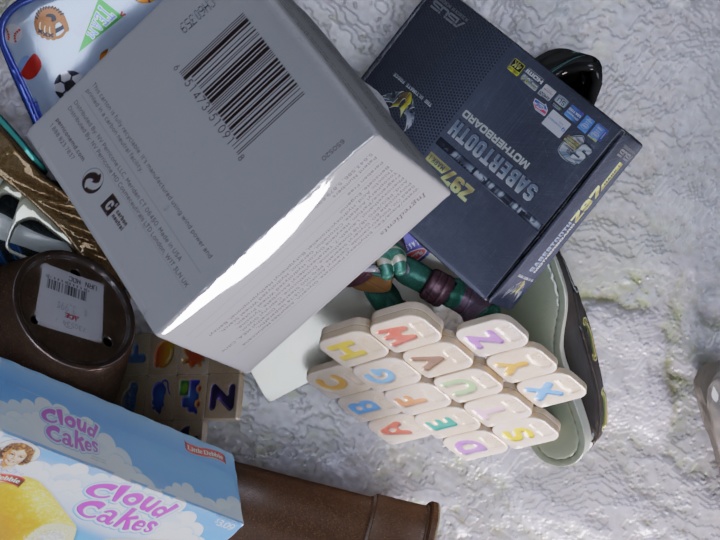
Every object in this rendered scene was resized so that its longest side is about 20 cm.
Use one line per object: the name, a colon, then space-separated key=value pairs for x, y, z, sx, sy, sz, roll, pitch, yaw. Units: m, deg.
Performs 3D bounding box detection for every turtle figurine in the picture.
turtle figurine: x=0.000 y=0.000 z=1.208 sx=0.200 sy=0.150 sz=0.101 roll=33 pitch=58 yaw=-21

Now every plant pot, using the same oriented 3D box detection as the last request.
plant pot: x=-0.064 y=0.243 z=1.237 sx=0.198 sy=0.200 sz=0.201 roll=19 pitch=97 yaw=-1
plant pot: x=-0.249 y=0.074 z=1.144 sx=0.187 sy=0.187 sz=0.200 roll=40 pitch=131 yaw=-10

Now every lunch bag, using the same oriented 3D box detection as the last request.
lunch bag: x=-0.161 y=-0.163 z=1.214 sx=0.199 sy=0.076 sz=0.161 roll=-22 pitch=103 yaw=-1

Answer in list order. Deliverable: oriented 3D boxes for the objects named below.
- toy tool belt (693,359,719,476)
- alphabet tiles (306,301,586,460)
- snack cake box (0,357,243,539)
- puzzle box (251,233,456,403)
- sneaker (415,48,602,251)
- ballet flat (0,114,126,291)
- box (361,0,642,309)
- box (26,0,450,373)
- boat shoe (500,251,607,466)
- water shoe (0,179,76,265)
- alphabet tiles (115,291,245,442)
toy tool belt: x=0.352 y=0.153 z=1.291 sx=0.123 sy=0.125 sz=0.201 roll=-17 pitch=101 yaw=6
alphabet tiles: x=0.063 y=0.089 z=1.227 sx=0.195 sy=0.015 sz=0.200 roll=-17 pitch=138 yaw=36
snack cake box: x=-0.192 y=0.148 z=1.076 sx=0.200 sy=0.067 sz=0.115 roll=27 pitch=122 yaw=-34
puzzle box: x=-0.018 y=0.002 z=1.278 sx=0.200 sy=0.025 sz=0.133 roll=-28 pitch=100 yaw=-1
sneaker: x=0.112 y=-0.096 z=1.236 sx=0.075 sy=0.079 sz=0.200 roll=41 pitch=84 yaw=-14
ballet flat: x=-0.244 y=-0.050 z=1.177 sx=0.200 sy=0.068 sz=0.072 roll=43 pitch=82 yaw=-5
box: x=0.083 y=-0.093 z=1.188 sx=0.200 sy=0.051 sz=0.158 roll=44 pitch=102 yaw=26
box: x=-0.084 y=-0.074 z=1.096 sx=0.200 sy=0.131 sz=0.199 roll=-42 pitch=61 yaw=10
boat shoe: x=0.151 y=0.053 z=1.288 sx=0.072 sy=0.061 sz=0.202 roll=-7 pitch=98 yaw=34
water shoe: x=-0.281 y=-0.029 z=1.236 sx=0.199 sy=0.072 sz=0.079 roll=13 pitch=132 yaw=-15
alphabet tiles: x=-0.146 y=0.079 z=1.197 sx=0.008 sy=0.167 sz=0.201 roll=15 pitch=75 yaw=-47
